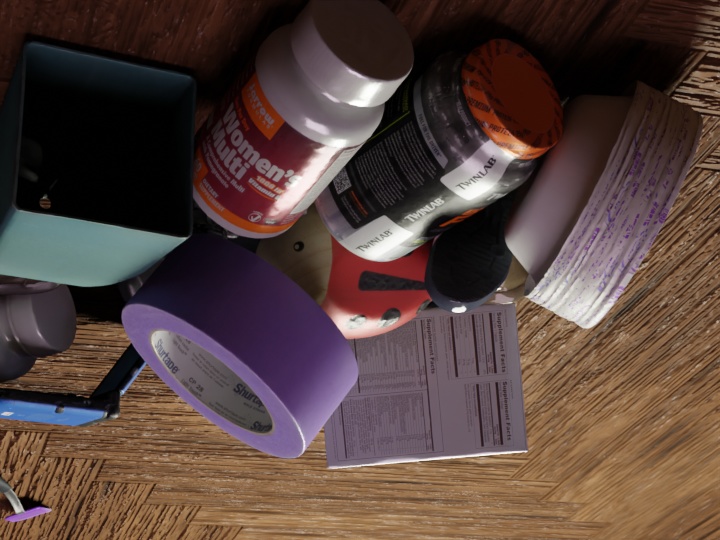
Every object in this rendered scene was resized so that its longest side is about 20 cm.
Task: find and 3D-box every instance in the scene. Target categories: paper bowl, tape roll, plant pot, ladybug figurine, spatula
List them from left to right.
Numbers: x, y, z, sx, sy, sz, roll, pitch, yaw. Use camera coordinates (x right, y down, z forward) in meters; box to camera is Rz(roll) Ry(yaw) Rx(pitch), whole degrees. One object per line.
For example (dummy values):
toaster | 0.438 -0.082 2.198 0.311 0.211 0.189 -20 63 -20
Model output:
spatula | -0.474 0.307 2.038 0.056 0.021 0.200 -18 150 0
plant pot | -0.236 -0.066 1.233 0.140 0.143 0.200 10 156 -25
tape roll | -0.105 0.067 1.310 0.199 0.085 0.200 32 156 16
ladybug figurine | 0.000 0.000 1.346 0.199 0.137 0.072 0 -165 -36
paper bowl | 0.190 -0.062 1.242 0.104 0.202 0.201 27 149 -1

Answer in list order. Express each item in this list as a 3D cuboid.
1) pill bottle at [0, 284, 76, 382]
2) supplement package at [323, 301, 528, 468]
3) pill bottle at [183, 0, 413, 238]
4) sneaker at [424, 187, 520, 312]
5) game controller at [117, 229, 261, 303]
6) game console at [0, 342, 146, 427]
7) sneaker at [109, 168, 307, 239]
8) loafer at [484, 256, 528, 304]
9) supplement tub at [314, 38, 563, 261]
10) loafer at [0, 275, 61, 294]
pill bottle | -0.385 0.061 1.478 0.198 0.112 0.111 -14 151 19
supplement package | 0.061 0.105 1.529 0.198 0.152 0.152 -5 -175 3
pill bottle | -0.049 -0.121 1.168 0.109 0.110 0.200 13 141 -29
sneaker | 0.093 -0.009 1.316 0.070 0.200 0.082 30 127 1
game controller | -0.142 -0.006 1.401 0.198 0.042 0.105 -2 128 19
game console | -0.283 0.092 1.503 0.169 0.120 0.200 9 169 -18
sneaker | -0.133 -0.063 1.308 0.198 0.083 0.075 -16 151 22
loafer | 0.067 -0.009 1.460 0.198 0.076 0.068 -1 119 10
supplement tub | 0.061 -0.098 1.224 0.122 0.124 0.199 18 146 -36
loafer | -0.371 -0.016 1.392 0.198 0.073 0.072 -8 143 -3
